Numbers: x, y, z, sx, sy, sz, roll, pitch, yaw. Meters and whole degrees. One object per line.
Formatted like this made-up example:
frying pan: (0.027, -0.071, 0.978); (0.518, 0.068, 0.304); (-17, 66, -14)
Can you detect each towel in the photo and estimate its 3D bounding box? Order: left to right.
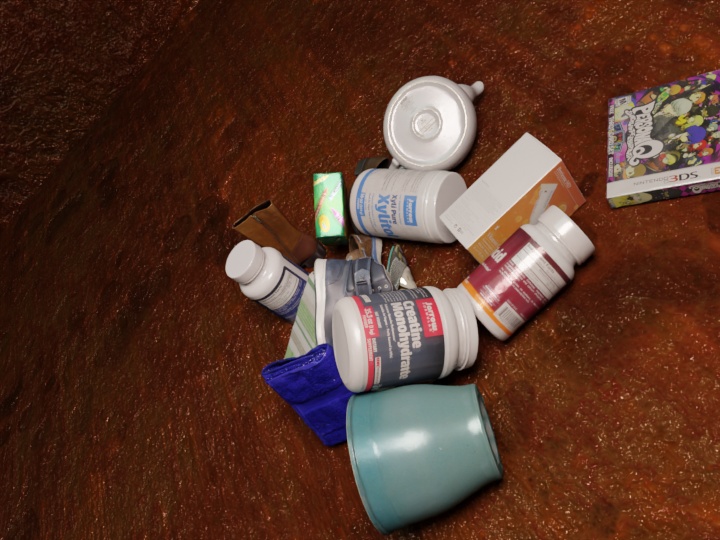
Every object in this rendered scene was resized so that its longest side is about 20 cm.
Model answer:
towel: (-0.095, 0.122, 1.189); (0.149, 0.030, 0.203); (49, 125, 59)
towel: (-0.057, 0.216, 1.031); (0.146, 0.201, 0.050); (-23, 33, 28)

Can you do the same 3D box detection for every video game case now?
video game case: (0.479, -0.204, 0.956); (0.179, 0.036, 0.203); (-7, 60, 36)

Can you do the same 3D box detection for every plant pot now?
plant pot: (0.100, 0.254, 0.893); (0.185, 0.201, 0.203); (-19, 51, 11)

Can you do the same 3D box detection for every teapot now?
teapot: (0.141, -0.278, 1.222); (0.196, 0.146, 0.202); (1, 94, 16)

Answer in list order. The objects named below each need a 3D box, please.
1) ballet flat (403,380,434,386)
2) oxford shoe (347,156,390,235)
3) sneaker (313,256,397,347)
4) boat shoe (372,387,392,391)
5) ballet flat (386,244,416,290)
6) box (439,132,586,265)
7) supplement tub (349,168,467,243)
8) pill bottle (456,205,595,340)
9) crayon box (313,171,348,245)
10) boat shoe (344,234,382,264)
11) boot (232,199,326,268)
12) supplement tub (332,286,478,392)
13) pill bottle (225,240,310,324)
ballet flat: (0.121, 0.127, 1.036); (0.066, 0.068, 0.204); (1, 66, 28)
oxford shoe: (0.025, -0.162, 1.296); (0.083, 0.073, 0.204); (-9, 59, 34)
sneaker: (-0.004, 0.076, 1.051); (0.143, 0.077, 0.207); (-3, 80, 6)
boat shoe: (0.049, 0.125, 1.049); (0.074, 0.065, 0.204); (-81, 8, -87)
ballet flat: (0.069, 0.051, 1.138); (0.071, 0.072, 0.204); (-2, 63, 39)
box: (0.252, -0.102, 1.023); (0.200, 0.124, 0.098); (-44, 44, 10)
supplement tub: (0.090, -0.124, 1.163); (0.197, 0.132, 0.134); (8, 69, 39)
pill bottle: (0.257, 0.003, 0.959); (0.200, 0.114, 0.115); (-44, 44, 10)
crayon box: (-0.056, -0.117, 1.227); (0.057, 0.200, 0.122); (-3, 88, 1)
boat shoe: (0.000, 0.000, 1.177); (0.201, 0.071, 0.073); (-90, 19, -56)
boot: (-0.198, -0.040, 1.315); (0.186, 0.199, 0.069); (-30, 48, 22)
supplement tub: (0.064, 0.100, 0.931); (0.196, 0.142, 0.142); (-7, 47, -14)
pill bottle: (-0.178, 0.022, 1.259); (0.110, 0.199, 0.113); (-21, 51, 28)
